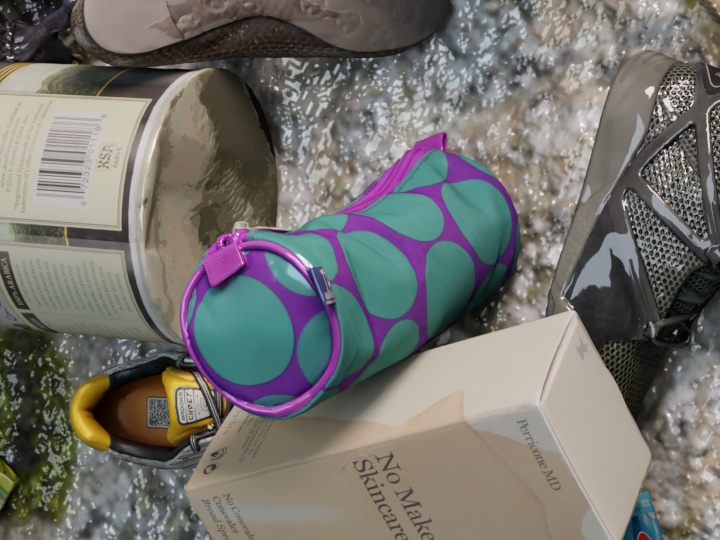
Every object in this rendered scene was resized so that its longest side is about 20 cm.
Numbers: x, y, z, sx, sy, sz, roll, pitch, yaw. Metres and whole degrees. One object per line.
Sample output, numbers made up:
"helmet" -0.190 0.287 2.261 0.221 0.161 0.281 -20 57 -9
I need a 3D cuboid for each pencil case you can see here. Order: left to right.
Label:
"pencil case" 0.000 0.000 1.141 0.085 0.200 0.093 -17 96 33

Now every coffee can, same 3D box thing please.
"coffee can" -0.165 -0.038 1.249 0.200 0.146 0.147 5 90 25

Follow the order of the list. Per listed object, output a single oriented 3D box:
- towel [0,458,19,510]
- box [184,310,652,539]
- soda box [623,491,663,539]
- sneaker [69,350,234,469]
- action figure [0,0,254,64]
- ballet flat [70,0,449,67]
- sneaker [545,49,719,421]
"towel" -0.277 0.173 1.365 0.086 0.018 0.200 39 104 22
"box" 0.028 0.097 1.131 0.200 0.078 0.095 -18 114 30
"soda box" 0.054 0.169 1.182 0.200 0.068 0.064 -19 83 23
"sneaker" -0.061 0.075 1.232 0.200 0.082 0.078 -9 83 23
"action figure" -0.114 -0.163 1.256 0.200 0.102 0.119 -10 72 26
"ballet flat" -0.051 -0.133 1.208 0.200 0.046 0.067 -9 84 -19
"sneaker" 0.158 0.001 1.136 0.114 0.076 0.200 17 90 31
